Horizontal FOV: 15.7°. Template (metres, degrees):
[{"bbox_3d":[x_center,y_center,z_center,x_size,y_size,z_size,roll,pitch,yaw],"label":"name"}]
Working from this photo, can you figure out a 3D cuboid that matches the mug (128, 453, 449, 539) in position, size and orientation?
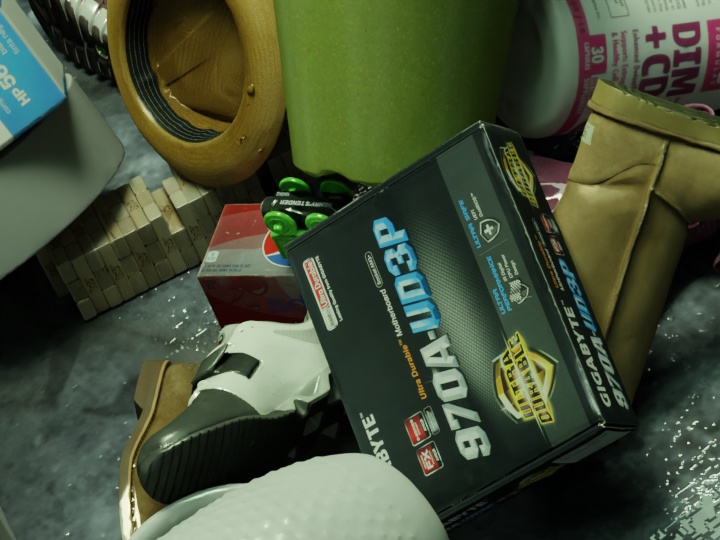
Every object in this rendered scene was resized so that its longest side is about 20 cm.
[{"bbox_3d":[-0.056,0.179,1.470,0.175,0.148,0.200,-35,37,-26],"label":"mug"}]

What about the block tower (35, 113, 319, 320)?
[{"bbox_3d":[-0.126,-0.038,1.804,0.199,0.054,0.058,-27,40,-5],"label":"block tower"}]

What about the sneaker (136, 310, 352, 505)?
[{"bbox_3d":[-0.075,0.079,1.597,0.088,0.074,0.200,42,41,25],"label":"sneaker"}]

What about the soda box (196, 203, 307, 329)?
[{"bbox_3d":[0.000,0.000,1.701,0.199,0.064,0.070,0,47,23],"label":"soda box"}]

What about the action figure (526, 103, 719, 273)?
[{"bbox_3d":[0.199,-0.035,1.650,0.199,0.135,0.149,-16,7,-1],"label":"action figure"}]

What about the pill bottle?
[{"bbox_3d":[0.185,-0.154,1.707,0.199,0.114,0.113,-10,34,-27],"label":"pill bottle"}]

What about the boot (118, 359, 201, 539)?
[{"bbox_3d":[-0.106,0.129,1.608,0.075,0.074,0.201,0,42,6],"label":"boot"}]

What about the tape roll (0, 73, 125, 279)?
[{"bbox_3d":[-0.260,-0.050,1.805,0.200,0.066,0.200,-34,17,12],"label":"tape roll"}]

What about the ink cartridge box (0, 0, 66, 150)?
[{"bbox_3d":[-0.300,-0.099,1.755,0.200,0.084,0.146,-36,16,1],"label":"ink cartridge box"}]

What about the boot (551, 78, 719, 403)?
[{"bbox_3d":[0.180,0.004,1.556,0.174,0.201,0.066,19,12,0],"label":"boot"}]

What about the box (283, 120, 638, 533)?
[{"bbox_3d":[0.057,0.037,1.534,0.159,0.046,0.201,-31,69,28],"label":"box"}]

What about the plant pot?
[{"bbox_3d":[0.023,-0.154,1.612,0.199,0.191,0.200,1,12,0],"label":"plant pot"}]

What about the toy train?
[{"bbox_3d":[0.030,-0.025,1.624,0.199,0.056,0.042,5,53,27],"label":"toy train"}]

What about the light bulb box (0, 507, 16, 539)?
[{"bbox_3d":[-0.350,0.130,1.663,0.198,0.125,0.200,-28,42,-8],"label":"light bulb box"}]

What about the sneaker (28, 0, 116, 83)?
[{"bbox_3d":[-0.166,-0.201,1.996,0.115,0.076,0.200,-35,53,-23],"label":"sneaker"}]

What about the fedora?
[{"bbox_3d":[-0.091,-0.154,1.754,0.082,0.202,0.200,-20,34,-36],"label":"fedora"}]
